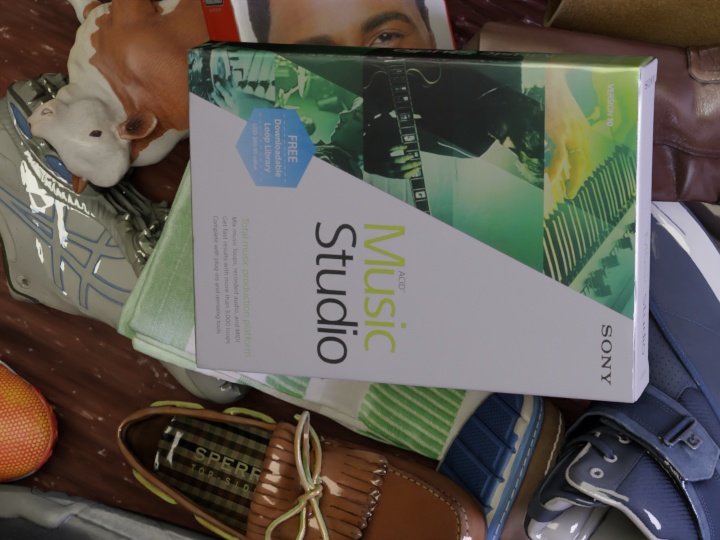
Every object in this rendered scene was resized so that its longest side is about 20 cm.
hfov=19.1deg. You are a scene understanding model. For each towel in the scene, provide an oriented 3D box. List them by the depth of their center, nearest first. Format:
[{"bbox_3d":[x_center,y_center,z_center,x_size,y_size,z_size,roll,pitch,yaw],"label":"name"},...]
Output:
[{"bbox_3d":[0.000,0.000,1.039,0.200,0.023,0.153,23,90,-17],"label":"towel"}]

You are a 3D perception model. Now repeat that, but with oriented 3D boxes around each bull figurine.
[{"bbox_3d":[-0.087,-0.118,1.056,0.200,0.065,0.122,-23,80,-27],"label":"bull figurine"}]

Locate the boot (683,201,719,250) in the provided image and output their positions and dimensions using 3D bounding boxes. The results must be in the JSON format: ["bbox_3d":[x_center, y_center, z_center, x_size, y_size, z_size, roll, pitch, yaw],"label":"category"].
[{"bbox_3d":[0.169,-0.047,1.043,0.097,0.075,0.200,-37,81,-13],"label":"boot"}]

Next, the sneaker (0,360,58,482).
[{"bbox_3d":[-0.250,0.060,1.094,0.199,0.077,0.073,19,87,9],"label":"sneaker"}]

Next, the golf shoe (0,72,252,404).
[{"bbox_3d":[-0.130,-0.002,1.091,0.097,0.078,0.200,-42,76,24],"label":"golf shoe"}]

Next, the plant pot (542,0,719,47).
[{"bbox_3d":[0.211,-0.163,0.994,0.199,0.186,0.187,21,89,-3],"label":"plant pot"}]

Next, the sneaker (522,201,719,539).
[{"bbox_3d":[0.107,0.043,0.969,0.146,0.077,0.202,-34,74,-27],"label":"sneaker"}]

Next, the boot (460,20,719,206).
[{"bbox_3d":[0.130,-0.098,0.913,0.199,0.064,0.187,6,122,5],"label":"boot"}]

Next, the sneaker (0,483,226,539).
[{"bbox_3d":[-0.124,0.173,1.062,0.199,0.076,0.115,19,83,6],"label":"sneaker"}]

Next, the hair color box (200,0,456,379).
[{"bbox_3d":[-0.003,-0.062,0.988,0.101,0.061,0.201,-17,100,-14],"label":"hair color box"}]

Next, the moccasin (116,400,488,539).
[{"bbox_3d":[-0.030,0.102,1.008,0.201,0.078,0.074,23,89,35],"label":"moccasin"}]

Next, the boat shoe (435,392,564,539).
[{"bbox_3d":[0.064,0.150,1.035,0.072,0.072,0.201,16,105,-18],"label":"boat shoe"}]

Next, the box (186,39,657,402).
[{"bbox_3d":[0.024,-0.022,0.916,0.199,0.036,0.145,3,105,15],"label":"box"}]
